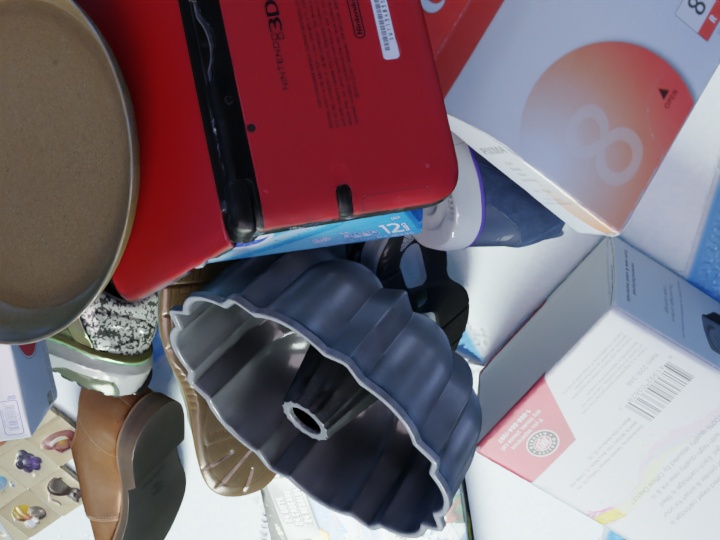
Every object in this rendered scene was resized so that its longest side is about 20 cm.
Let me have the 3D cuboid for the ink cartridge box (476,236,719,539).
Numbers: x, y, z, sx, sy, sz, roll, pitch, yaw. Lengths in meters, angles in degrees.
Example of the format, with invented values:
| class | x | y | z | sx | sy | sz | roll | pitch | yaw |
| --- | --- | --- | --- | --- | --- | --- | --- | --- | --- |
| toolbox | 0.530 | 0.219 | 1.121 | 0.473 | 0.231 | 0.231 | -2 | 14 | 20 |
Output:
| class | x | y | z | sx | sy | sz | roll | pitch | yaw |
| --- | --- | --- | --- | --- | --- | --- | --- | --- | --- |
| ink cartridge box | 0.192 | 0.092 | 1.272 | 0.199 | 0.086 | 0.148 | 30 | 122 | -18 |

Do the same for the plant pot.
| class | x | y | z | sx | sy | sz | roll | pitch | yaw |
| --- | --- | --- | --- | --- | --- | --- | --- | --- | --- |
| plant pot | -0.185 | -0.061 | 1.071 | 0.199 | 0.027 | 0.201 | 5 | 99 | 37 |

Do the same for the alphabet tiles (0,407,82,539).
| class | x | y | z | sx | sy | sz | roll | pitch | yaw |
| --- | --- | --- | --- | --- | --- | --- | --- | --- | --- |
| alphabet tiles | -0.288 | 0.118 | 1.384 | 0.166 | 0.006 | 0.200 | -35 | 116 | 26 |

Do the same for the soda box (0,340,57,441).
| class | x | y | z | sx | sy | sz | roll | pitch | yaw |
| --- | --- | --- | --- | --- | --- | --- | --- | --- | --- |
| soda box | -0.235 | 0.000 | 1.186 | 0.063 | 0.068 | 0.201 | -7 | 106 | 9 |

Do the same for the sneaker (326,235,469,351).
| class | x | y | z | sx | sy | sz | roll | pitch | yaw |
| --- | --- | --- | --- | --- | --- | --- | --- | --- | --- |
| sneaker | 0.000 | 0.000 | 1.245 | 0.115 | 0.076 | 0.201 | 37 | 158 | 26 |

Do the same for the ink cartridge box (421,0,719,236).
| class | x | y | z | sx | sy | sz | roll | pitch | yaw |
| --- | --- | --- | --- | --- | --- | --- | --- | --- | --- |
| ink cartridge box | 0.100 | -0.140 | 1.080 | 0.200 | 0.050 | 0.163 | 37 | 77 | -23 |

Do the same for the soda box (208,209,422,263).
| class | x | y | z | sx | sy | sz | roll | pitch | yaw |
| --- | --- | --- | --- | --- | --- | --- | --- | --- | --- |
| soda box | -0.068 | -0.049 | 1.092 | 0.199 | 0.068 | 0.064 | -8 | 154 | 21 |

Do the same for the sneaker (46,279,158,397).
| class | x | y | z | sx | sy | sz | roll | pitch | yaw |
| --- | --- | --- | --- | --- | --- | --- | --- | --- | --- |
| sneaker | -0.209 | 0.002 | 1.264 | 0.199 | 0.077 | 0.089 | 22 | 113 | -17 |

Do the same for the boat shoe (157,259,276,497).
| class | x | y | z | sx | sy | sz | roll | pitch | yaw |
| --- | --- | --- | --- | --- | --- | --- | --- | --- | --- |
| boat shoe | -0.093 | 0.046 | 1.270 | 0.073 | 0.063 | 0.201 | -9 | 116 | -13 |

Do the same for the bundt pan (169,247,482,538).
| class | x | y | z | sx | sy | sz | roll | pitch | yaw |
| --- | --- | --- | --- | --- | --- | --- | --- | --- | --- |
| bundt pan | -0.011 | 0.061 | 1.168 | 0.201 | 0.076 | 0.202 | 32 | 153 | 18 |

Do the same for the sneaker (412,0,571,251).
| class | x | y | z | sx | sy | sz | roll | pitch | yaw |
| --- | --- | --- | --- | --- | --- | --- | --- | --- | --- |
| sneaker | 0.080 | -0.113 | 1.152 | 0.080 | 0.146 | 0.201 | -12 | 89 | 54 |

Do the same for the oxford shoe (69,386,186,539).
| class | x | y | z | sx | sy | sz | roll | pitch | yaw |
| --- | --- | --- | --- | --- | --- | --- | --- | --- | --- |
| oxford shoe | -0.164 | 0.140 | 1.362 | 0.071 | 0.071 | 0.201 | 30 | 136 | 20 |

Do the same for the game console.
| class | x | y | z | sx | sy | sz | roll | pitch | yaw |
| --- | --- | --- | --- | --- | --- | --- | --- | --- | --- |
| game console | -0.058 | -0.103 | 1.045 | 0.171 | 0.201 | 0.119 | -10 | 167 | -12 |

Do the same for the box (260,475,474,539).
| class | x | y | z | sx | sy | sz | roll | pitch | yaw |
| --- | --- | --- | --- | --- | --- | --- | --- | --- | --- |
| box | 0.010 | 0.187 | 1.385 | 0.136 | 0.040 | 0.201 | -4 | 125 | 7 |
